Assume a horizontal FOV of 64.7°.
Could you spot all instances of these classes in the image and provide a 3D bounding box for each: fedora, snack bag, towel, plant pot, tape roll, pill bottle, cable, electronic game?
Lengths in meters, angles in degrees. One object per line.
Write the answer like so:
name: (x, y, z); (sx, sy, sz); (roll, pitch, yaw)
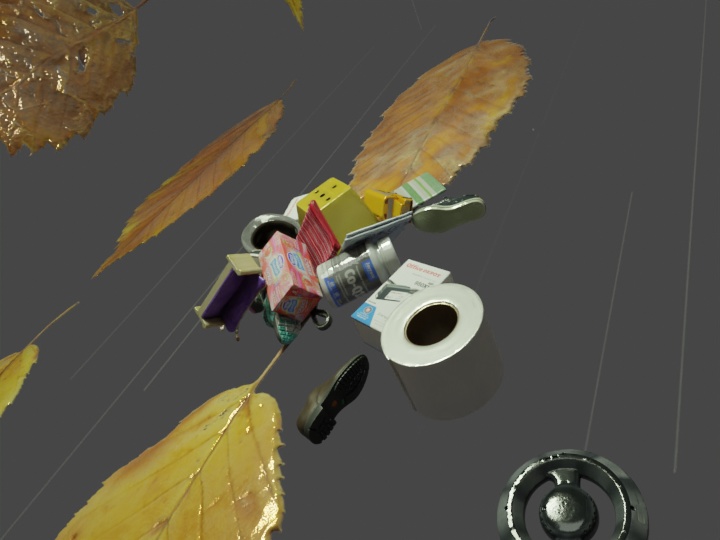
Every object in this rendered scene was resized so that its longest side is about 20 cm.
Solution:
fedora: (-0.254, -0.077, 1.713); (0.193, 0.092, 0.180); (13, 52, 19)
snack bag: (0.031, -0.083, 1.436); (0.183, 0.022, 0.200); (-22, -10, -13)
towel: (-0.116, -0.071, 1.477); (0.022, 0.148, 0.201); (-21, -19, -29)
plant pot: (-0.069, -0.135, 1.579); (0.197, 0.180, 0.199); (-35, 31, -12)
towel: (0.140, -0.213, 1.669); (0.195, 0.024, 0.154); (-29, 32, -1)
tape roll: (0.149, 0.145, 1.034); (0.197, 0.142, 0.206); (-21, 32, 14)
pill bottle: (0.000, 0.000, 1.390); (0.195, 0.116, 0.115); (-26, 31, 6)
cable: (-0.130, 0.089, 1.434); (0.096, 0.051, 0.201); (-33, 31, 4)
electronic game: (0.278, 0.328, 0.760); (0.194, 0.042, 0.203); (-21, 30, 13)

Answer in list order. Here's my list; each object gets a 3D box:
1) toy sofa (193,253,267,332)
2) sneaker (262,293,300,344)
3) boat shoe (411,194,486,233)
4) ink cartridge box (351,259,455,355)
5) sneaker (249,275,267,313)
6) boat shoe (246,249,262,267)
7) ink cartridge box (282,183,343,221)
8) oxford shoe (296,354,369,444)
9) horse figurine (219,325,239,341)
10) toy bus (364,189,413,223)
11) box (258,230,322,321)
toy sofa: (-0.324, 0.063, 1.419); (0.098, 0.082, 0.201); (49, 117, 21)
sneaker: (-0.207, 0.121, 1.447); (0.092, 0.076, 0.203); (-50, 34, 25)
boat shoe: (0.226, -0.148, 1.458); (0.193, 0.077, 0.063); (-13, 26, 20)
ink cartridge box: (0.099, 0.081, 1.220); (0.199, 0.086, 0.143); (-43, 34, -21)
sneaker: (-0.283, 0.035, 1.617); (0.083, 0.082, 0.203); (-4, 41, -15)
boat shoe: (-0.233, -0.014, 1.596); (0.192, 0.077, 0.061); (8, 24, 4)
ink cartridge box: (-0.138, -0.179, 1.788); (0.194, 0.086, 0.148); (-12, 35, 28)
oxford shoe: (-0.059, 0.241, 1.137); (0.083, 0.074, 0.200); (11, 50, 50)
horse figurine: (-0.332, 0.088, 1.530); (0.048, 0.207, 0.133); (10, 18, -26)
toy bus: (0.075, -0.176, 1.542); (0.075, 0.068, 0.200); (2, 14, -19)
box: (-0.180, 0.013, 1.433); (0.095, 0.101, 0.203); (-47, 42, 23)
